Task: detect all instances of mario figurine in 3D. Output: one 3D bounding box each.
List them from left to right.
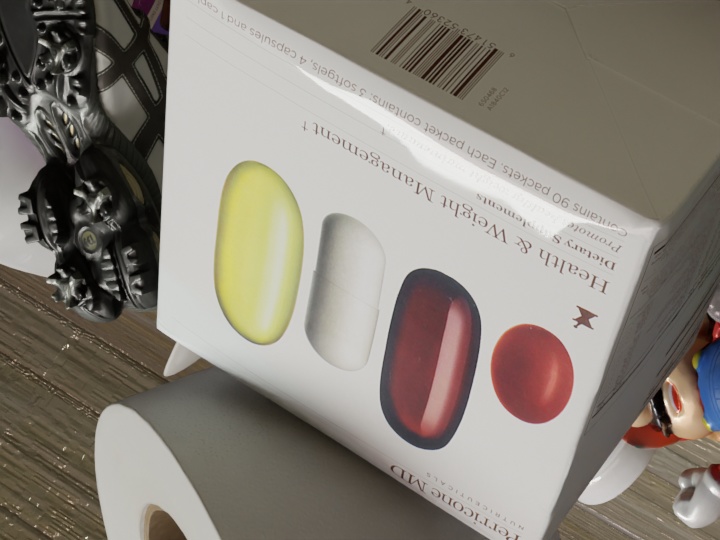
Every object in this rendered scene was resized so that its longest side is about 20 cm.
[{"bbox_3d":[0.187,0.069,0.932,0.106,0.124,0.200,24,167,-19],"label":"mario figurine"}]

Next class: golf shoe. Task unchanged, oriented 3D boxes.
[{"bbox_3d":[-0.109,-0.082,0.747,0.078,0.094,0.200,-3,104,38],"label":"golf shoe"}]

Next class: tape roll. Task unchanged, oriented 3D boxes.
[{"bbox_3d":[-0.016,0.130,0.780,0.203,0.139,0.203,48,149,43],"label":"tape roll"}]

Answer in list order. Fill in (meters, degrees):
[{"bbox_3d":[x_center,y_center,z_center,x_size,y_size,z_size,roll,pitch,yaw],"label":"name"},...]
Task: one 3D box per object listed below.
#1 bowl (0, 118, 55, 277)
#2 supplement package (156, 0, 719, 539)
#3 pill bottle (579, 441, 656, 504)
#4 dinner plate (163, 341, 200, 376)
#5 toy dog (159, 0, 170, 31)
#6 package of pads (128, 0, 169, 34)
[{"bbox_3d":[-0.150,-0.093,1.024,0.200,0.075,0.200,13,-128,-48],"label":"bowl"},{"bbox_3d":[0.040,-0.036,0.667,0.191,0.147,0.200,30,142,17],"label":"supplement package"},{"bbox_3d":[0.100,0.065,1.144,0.200,0.113,0.113,38,167,-19],"label":"pill bottle"},{"bbox_3d":[-0.052,-0.024,0.979,0.024,0.200,0.200,28,168,-1],"label":"dinner plate"},{"bbox_3d":[-0.103,-0.181,0.744,0.200,0.096,0.132,35,164,-10],"label":"toy dog"},{"bbox_3d":[-0.137,-0.139,0.934,0.200,0.121,0.076,39,135,-22],"label":"package of pads"}]
